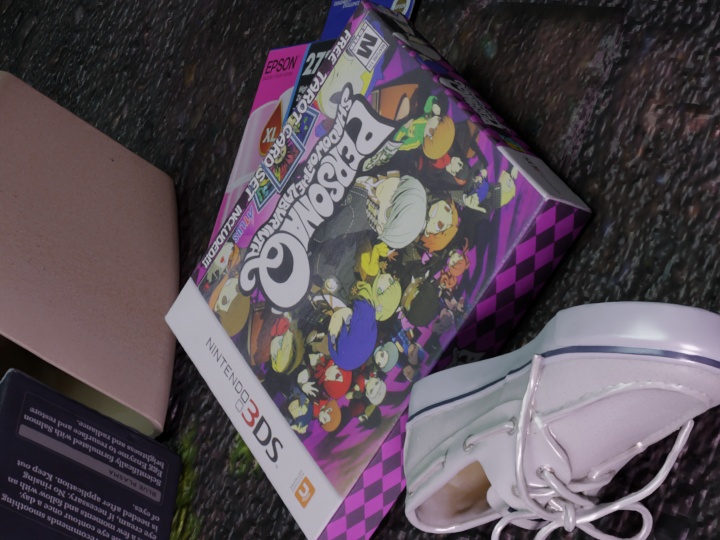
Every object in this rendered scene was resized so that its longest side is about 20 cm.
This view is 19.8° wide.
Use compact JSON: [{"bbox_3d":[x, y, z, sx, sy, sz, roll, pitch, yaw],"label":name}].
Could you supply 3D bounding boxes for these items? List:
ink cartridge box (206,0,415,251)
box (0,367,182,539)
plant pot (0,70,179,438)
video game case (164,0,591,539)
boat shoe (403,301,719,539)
[{"bbox_3d":[-0.029,-0.067,1.113,0.095,0.037,0.201,-1,68,59],"label":"ink cartridge box"},{"bbox_3d":[-0.203,0.198,1.106,0.197,0.117,0.200,-45,26,36],"label":"box"},{"bbox_3d":[-0.221,0.004,1.240,0.200,0.200,0.177,-31,34,47],"label":"plant pot"},{"bbox_3d":[0.000,0.000,0.977,0.200,0.036,0.181,-56,43,18],"label":"video game case"},{"bbox_3d":[0.074,0.073,0.796,0.202,0.074,0.086,-23,50,55],"label":"boat shoe"}]
